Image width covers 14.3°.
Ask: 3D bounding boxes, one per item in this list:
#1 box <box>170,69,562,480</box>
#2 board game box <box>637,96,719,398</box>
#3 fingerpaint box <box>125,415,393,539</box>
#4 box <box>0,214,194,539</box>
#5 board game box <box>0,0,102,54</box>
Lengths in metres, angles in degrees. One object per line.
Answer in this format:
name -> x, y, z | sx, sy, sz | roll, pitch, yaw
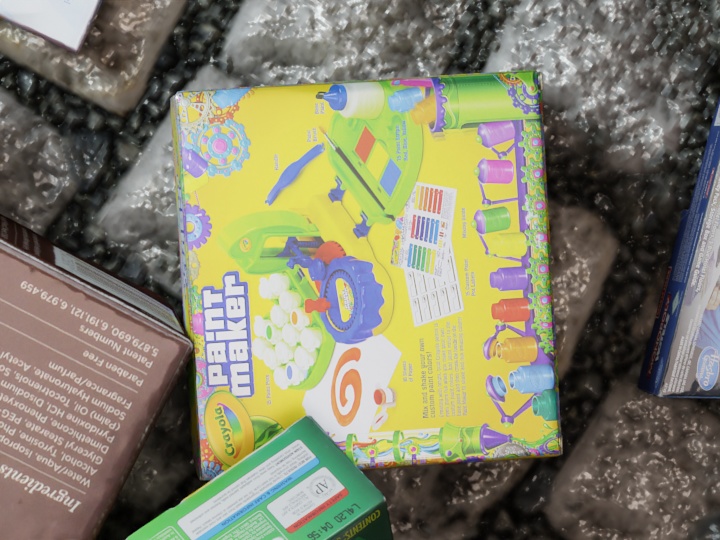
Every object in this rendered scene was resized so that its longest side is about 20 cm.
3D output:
box -> 0.000, 0.000, 1.523 | 0.191, 0.122, 0.201 | -3, 93, -5
board game box -> 0.276, -0.004, 1.577 | 0.199, 0.062, 0.201 | 15, 90, -6
fingerpaint box -> -0.074, 0.195, 1.442 | 0.199, 0.167, 0.073 | -33, 54, -18
box -> -0.204, 0.077, 1.478 | 0.164, 0.166, 0.201 | 28, 91, -9
board game box -> -0.200, -0.249, 1.536 | 0.198, 0.043, 0.201 | 25, 89, -4
